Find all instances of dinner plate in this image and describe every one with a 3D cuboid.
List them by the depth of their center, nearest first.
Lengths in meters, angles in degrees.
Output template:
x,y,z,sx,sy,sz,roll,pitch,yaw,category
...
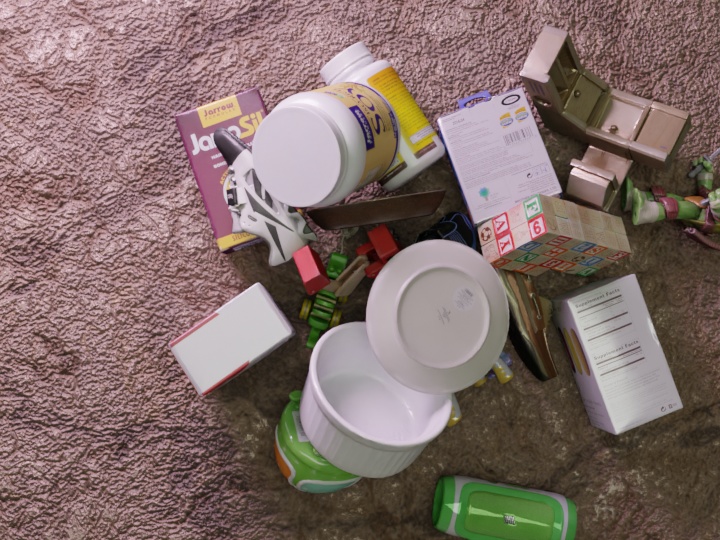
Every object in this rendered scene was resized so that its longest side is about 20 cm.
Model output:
x,y,z,sx,sy,sz,roll,pitch,yaw,category
0.105,0.061,1.242,0.197,0.024,0.204,0,89,-15,dinner plate

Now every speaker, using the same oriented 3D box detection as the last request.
x,y,z,sx,sy,sz,roll,pitch,yaw,category
0.208,0.354,1.385,0.197,0.088,0.090,11,88,-4,speaker

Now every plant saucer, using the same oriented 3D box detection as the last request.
x,y,z,sx,sy,sz,roll,pitch,yaw,category
0.023,-0.082,1.324,0.197,0.200,0.035,-8,92,-4,plant saucer

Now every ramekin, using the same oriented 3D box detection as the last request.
x,y,z,sx,sy,sz,roll,pitch,yaw,category
0.014,0.176,1.269,0.198,0.202,0.098,23,131,-4,ramekin

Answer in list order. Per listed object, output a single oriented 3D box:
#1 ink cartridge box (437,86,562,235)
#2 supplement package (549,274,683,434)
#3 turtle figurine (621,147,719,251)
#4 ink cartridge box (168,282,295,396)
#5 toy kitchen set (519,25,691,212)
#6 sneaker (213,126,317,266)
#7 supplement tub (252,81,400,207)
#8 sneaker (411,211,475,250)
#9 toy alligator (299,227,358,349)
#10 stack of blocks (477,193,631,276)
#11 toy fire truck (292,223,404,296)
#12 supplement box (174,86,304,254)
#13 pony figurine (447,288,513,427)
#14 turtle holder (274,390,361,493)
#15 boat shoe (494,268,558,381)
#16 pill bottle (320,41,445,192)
x,y,z,sx,sy,sz,roll,pitch,yaw,category
0.195,-0.172,1.380,0.135,0.076,0.203,-19,78,3,ink cartridge box
0.366,0.119,1.387,0.108,0.114,0.203,-20,89,-5,supplement package
0.490,-0.128,1.391,0.191,0.201,0.146,-1,54,0,turtle figurine
-0.169,0.094,1.307,0.143,0.200,0.084,-34,87,-4,ink cartridge box
0.324,-0.198,1.324,0.198,0.180,0.165,26,85,29,toy kitchen set
-0.149,-0.096,1.271,0.088,0.074,0.201,-36,92,-6,sneaker
-0.043,-0.165,1.245,0.143,0.200,0.148,7,108,20,supplement tub
0.113,-0.035,1.336,0.069,0.201,0.079,-11,124,23,sneaker
-0.042,0.018,1.389,0.059,0.054,0.203,19,87,-4,toy alligator
0.276,-0.042,1.352,0.198,0.115,0.059,10,61,-40,stack of blocks
0.000,0.000,1.333,0.140,0.200,0.049,-29,64,6,toy fire truck
-0.169,-0.139,1.359,0.129,0.103,0.203,-20,90,-4,supplement box
0.129,0.093,1.366,0.192,0.167,0.201,-38,107,4,pony figurine
-0.039,0.240,1.352,0.141,0.133,0.184,44,43,22,turtle holder
0.249,0.061,1.401,0.073,0.076,0.202,-24,91,-7,boat shoe
0.028,-0.222,1.372,0.109,0.109,0.201,-34,91,-4,pill bottle
